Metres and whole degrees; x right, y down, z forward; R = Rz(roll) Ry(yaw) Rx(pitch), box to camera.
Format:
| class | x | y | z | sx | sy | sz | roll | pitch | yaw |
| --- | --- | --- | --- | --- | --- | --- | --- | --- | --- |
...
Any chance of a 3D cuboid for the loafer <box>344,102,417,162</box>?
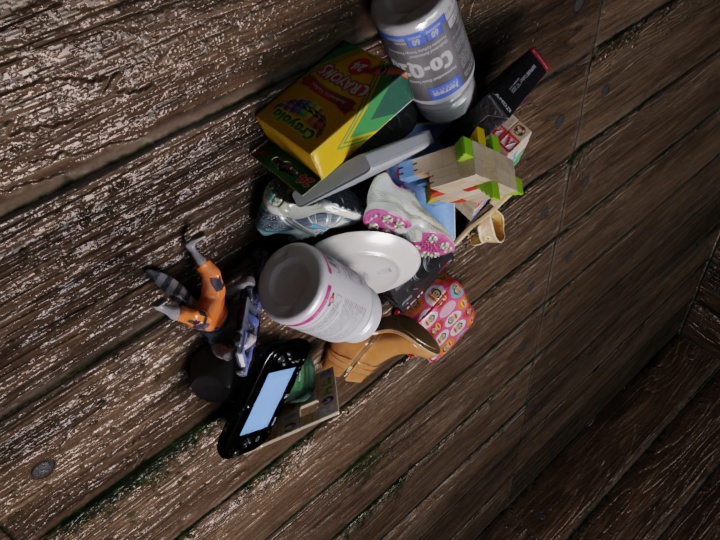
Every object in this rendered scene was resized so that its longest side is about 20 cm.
| class | x | y | z | sx | sy | sz | roll | pitch | yaw |
| --- | --- | --- | --- | --- | --- | --- | --- | --- | --- |
| loafer | -0.002 | -0.204 | 0.969 | 0.199 | 0.062 | 0.073 | -32 | 110 | -33 |

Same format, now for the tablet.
| class | x | y | z | sx | sy | sz | roll | pitch | yaw |
| --- | --- | --- | --- | --- | --- | --- | --- | --- | --- |
| tablet | 0.098 | -0.137 | 1.077 | 0.128 | 0.014 | 0.204 | -10 | 106 | -23 |

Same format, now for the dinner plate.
| class | x | y | z | sx | sy | sz | roll | pitch | yaw |
| --- | --- | --- | --- | --- | --- | --- | --- | --- | --- |
| dinner plate | 0.000 | 0.000 | 1.056 | 0.196 | 0.025 | 0.201 | -4 | 151 | -2 |

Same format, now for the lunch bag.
| class | x | y | z | sx | sy | sz | roll | pitch | yaw |
| --- | --- | --- | --- | --- | --- | --- | --- | --- | --- |
| lunch bag | 0.150 | 0.108 | 1.381 | 0.176 | 0.082 | 0.201 | -47 | 146 | -8 |

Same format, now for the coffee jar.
| class | x | y | z | sx | sy | sz | roll | pitch | yaw |
| --- | --- | --- | --- | --- | --- | --- | --- | --- | --- |
| coffee jar | -0.168 | 0.164 | 1.039 | 0.199 | 0.103 | 0.087 | 16 | 72 | -54 |

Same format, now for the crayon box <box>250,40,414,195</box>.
| class | x | y | z | sx | sy | sz | roll | pitch | yaw |
| --- | --- | --- | --- | --- | --- | --- | --- | --- | --- |
| crayon box | -0.044 | -0.200 | 0.847 | 0.200 | 0.126 | 0.051 | -44 | 144 | -13 |

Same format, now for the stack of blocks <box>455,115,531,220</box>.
| class | x | y | z | sx | sy | sz | roll | pitch | yaw |
| --- | --- | --- | --- | --- | --- | --- | --- | --- | --- |
| stack of blocks | 0.227 | -0.182 | 1.179 | 0.115 | 0.059 | 0.200 | -43 | 166 | -11 |

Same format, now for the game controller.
| class | x | y | z | sx | sy | sz | roll | pitch | yaw |
| --- | --- | --- | --- | --- | --- | --- | --- | --- | --- |
| game controller | -0.140 | 0.185 | 0.959 | 0.103 | 0.042 | 0.202 | 5 | 117 | -50 |

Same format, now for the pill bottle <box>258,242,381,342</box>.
| class | x | y | z | sx | sy | sz | roll | pitch | yaw |
| --- | --- | --- | --- | --- | --- | --- | --- | --- | --- |
| pill bottle | -0.051 | 0.042 | 0.972 | 0.114 | 0.113 | 0.199 | -54 | 147 | 3 |

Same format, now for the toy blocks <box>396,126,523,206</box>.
| class | x | y | z | sx | sy | sz | roll | pitch | yaw |
| --- | --- | --- | --- | --- | --- | --- | --- | --- | --- |
| toy blocks | 0.146 | -0.140 | 1.005 | 0.198 | 0.135 | 0.102 | 5 | 76 | -54 |

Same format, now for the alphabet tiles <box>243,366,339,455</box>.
| class | x | y | z | sx | sy | sz | roll | pitch | yaw |
| --- | --- | --- | --- | --- | --- | --- | --- | --- | --- |
| alphabet tiles | -0.130 | 0.235 | 1.099 | 0.197 | 0.167 | 0.008 | -23 | 107 | 1 |

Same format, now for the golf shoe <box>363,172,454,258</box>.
| class | x | y | z | sx | sy | sz | roll | pitch | yaw |
| --- | --- | --- | --- | --- | --- | --- | --- | --- | --- |
| golf shoe | 0.084 | -0.085 | 1.035 | 0.074 | 0.093 | 0.199 | -19 | 149 | 36 |

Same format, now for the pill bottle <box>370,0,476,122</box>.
| class | x | y | z | sx | sy | sz | roll | pitch | yaw |
| --- | --- | --- | --- | --- | --- | --- | --- | --- | --- |
| pill bottle | 0.097 | -0.310 | 0.929 | 0.114 | 0.113 | 0.200 | -48 | 145 | -6 |

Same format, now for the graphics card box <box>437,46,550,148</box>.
| class | x | y | z | sx | sy | sz | roll | pitch | yaw |
| --- | --- | --- | --- | --- | --- | --- | --- | --- | --- |
| graphics card box | 0.215 | -0.269 | 1.053 | 0.125 | 0.051 | 0.200 | -34 | -170 | 48 |

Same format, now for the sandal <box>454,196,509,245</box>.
| class | x | y | z | sx | sy | sz | roll | pitch | yaw |
| --- | --- | --- | --- | --- | --- | --- | --- | --- | --- |
| sandal | 0.255 | -0.086 | 1.271 | 0.077 | 0.070 | 0.212 | -38 | 170 | -42 |

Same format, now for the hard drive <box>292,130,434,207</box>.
| class | x | y | z | sx | sy | sz | roll | pitch | yaw |
| --- | --- | --- | --- | --- | --- | --- | --- | --- | --- |
| hard drive | 0.009 | -0.145 | 0.922 | 0.131 | 0.027 | 0.199 | -23 | -174 | 35 |

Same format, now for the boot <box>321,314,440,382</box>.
| class | x | y | z | sx | sy | sz | roll | pitch | yaw |
| --- | --- | --- | --- | --- | --- | --- | --- | --- | --- |
| boot | 0.034 | 0.155 | 1.225 | 0.197 | 0.077 | 0.157 | 21 | 115 | -14 |

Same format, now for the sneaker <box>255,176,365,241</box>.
| class | x | y | z | sx | sy | sz | roll | pitch | yaw |
| --- | --- | --- | --- | --- | --- | --- | --- | --- | --- |
| sneaker | -0.075 | -0.087 | 0.976 | 0.198 | 0.078 | 0.087 | 0 | 138 | -47 |

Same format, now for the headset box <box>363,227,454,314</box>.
| class | x | y | z | sx | sy | sz | roll | pitch | yaw |
| --- | --- | --- | --- | --- | --- | --- | --- | --- | --- |
| headset box | 0.077 | -0.037 | 1.175 | 0.149 | 0.077 | 0.201 | -46 | 146 | -10 |

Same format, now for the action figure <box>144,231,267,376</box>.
| class | x | y | z | sx | sy | sz | roll | pitch | yaw |
| --- | --- | --- | --- | --- | --- | --- | --- | --- | --- |
| action figure | -0.196 | 0.038 | 0.911 | 0.195 | 0.103 | 0.203 | 59 | 29 | -42 |
